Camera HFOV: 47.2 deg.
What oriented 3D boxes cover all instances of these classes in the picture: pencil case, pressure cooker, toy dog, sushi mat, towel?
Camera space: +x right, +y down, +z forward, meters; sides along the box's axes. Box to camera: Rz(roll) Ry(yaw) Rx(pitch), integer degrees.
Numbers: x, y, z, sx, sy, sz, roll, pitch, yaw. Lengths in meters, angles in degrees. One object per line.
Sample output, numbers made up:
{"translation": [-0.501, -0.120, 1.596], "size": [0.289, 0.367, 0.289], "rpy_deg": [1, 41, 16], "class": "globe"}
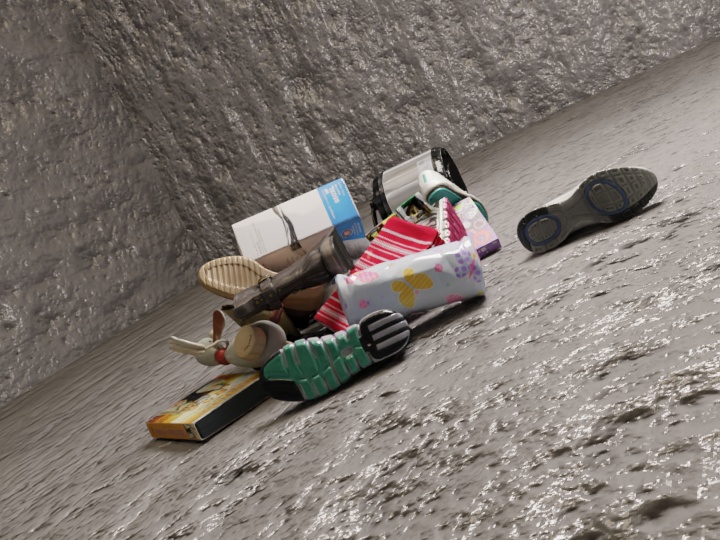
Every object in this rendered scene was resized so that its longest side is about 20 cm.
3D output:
{"translation": [0.066, 0.020, 1.091], "size": [0.198, 0.084, 0.091], "rpy_deg": [-17, 0, 3], "class": "pencil case"}
{"translation": [0.113, -0.143, 1.698], "size": [0.199, 0.180, 0.176], "rpy_deg": [-24, 12, 18], "class": "pressure cooker"}
{"translation": [-0.173, 0.095, 1.226], "size": [0.198, 0.097, 0.132], "rpy_deg": [6, -21, 25], "class": "toy dog"}
{"translation": [-0.156, 0.084, 1.327], "size": [0.095, 0.012, 0.200], "rpy_deg": [4, -16, 6], "class": "sushi mat"}
{"translation": [0.024, 0.011, 1.197], "size": [0.201, 0.022, 0.144], "rpy_deg": [-52, 32, -8], "class": "towel"}

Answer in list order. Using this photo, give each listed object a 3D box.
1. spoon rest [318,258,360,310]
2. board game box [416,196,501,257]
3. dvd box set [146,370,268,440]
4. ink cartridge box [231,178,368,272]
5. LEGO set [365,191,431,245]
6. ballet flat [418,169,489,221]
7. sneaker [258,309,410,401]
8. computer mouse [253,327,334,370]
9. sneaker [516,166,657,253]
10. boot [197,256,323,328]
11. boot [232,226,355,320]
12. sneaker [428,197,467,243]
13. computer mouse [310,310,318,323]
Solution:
{"translation": [0.000, 0.000, 1.328], "size": [0.199, 0.060, 0.100], "rpy_deg": [-36, 40, 27], "class": "spoon rest"}
{"translation": [0.116, -0.035, 1.348], "size": [0.199, 0.032, 0.120], "rpy_deg": [-27, 48, 1], "class": "board game box"}
{"translation": [-0.214, 0.194, 1.195], "size": [0.146, 0.030, 0.199], "rpy_deg": [-32, 9, -32], "class": "dvd box set"}
{"translation": [-0.095, -0.049, 1.363], "size": [0.198, 0.085, 0.145], "rpy_deg": [-23, -26, -3], "class": "ink cartridge box"}
{"translation": [0.082, -0.035, 1.496], "size": [0.200, 0.116, 0.154], "rpy_deg": [-36, -13, -30], "class": "LEGO set"}
{"translation": [0.162, -0.121, 1.429], "size": [0.069, 0.070, 0.200], "rpy_deg": [-23, -30, 27], "class": "ballet flat"}
{"translation": [-0.027, 0.113, 1.039], "size": [0.198, 0.075, 0.088], "rpy_deg": [-21, -11, 7], "class": "sneaker"}
{"translation": [-0.084, 0.112, 1.303], "size": [0.199, 0.034, 0.059], "rpy_deg": [-23, 21, -14], "class": "computer mouse"}
{"translation": [0.313, -0.093, 1.143], "size": [0.199, 0.075, 0.087], "rpy_deg": [-22, 5, 28], "class": "sneaker"}
{"translation": [-0.162, 0.049, 1.307], "size": [0.198, 0.073, 0.167], "rpy_deg": [7, -28, -12], "class": "boot"}
{"translation": [-0.100, 0.009, 1.176], "size": [0.173, 0.070, 0.200], "rpy_deg": [-28, 2, 6], "class": "boot"}
{"translation": [0.114, -0.038, 1.277], "size": [0.087, 0.074, 0.201], "rpy_deg": [-25, 34, 24], "class": "sneaker"}
{"translation": [-0.033, 0.044, 1.458], "size": [0.138, 0.053, 0.199], "rpy_deg": [-32, 9, -33], "class": "computer mouse"}
